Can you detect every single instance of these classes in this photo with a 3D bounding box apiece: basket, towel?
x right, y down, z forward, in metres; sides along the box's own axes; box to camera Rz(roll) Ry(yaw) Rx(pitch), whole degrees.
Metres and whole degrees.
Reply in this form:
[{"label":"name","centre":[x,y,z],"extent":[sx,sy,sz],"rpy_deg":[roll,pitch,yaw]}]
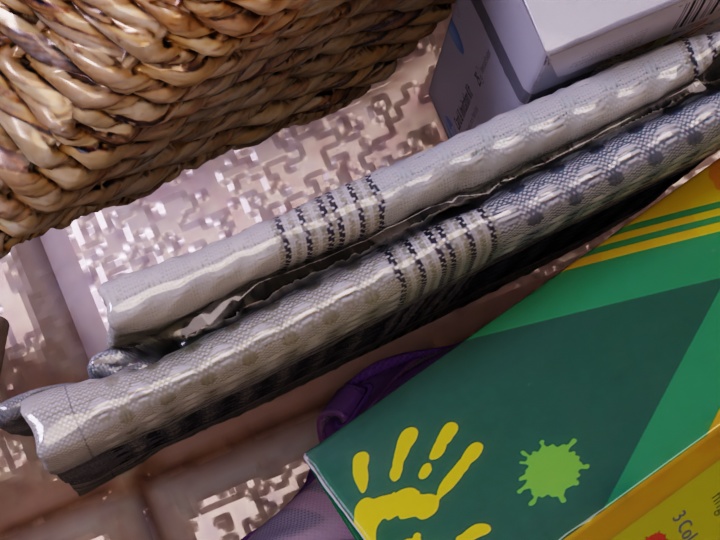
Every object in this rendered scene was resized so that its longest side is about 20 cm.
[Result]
[{"label":"basket","centre":[-0.041,-0.117,0.699],"extent":[0.149,0.200,0.143],"rpy_deg":[-40,83,34]},{"label":"towel","centre":[0.000,0.000,0.711],"extent":[0.199,0.193,0.035],"rpy_deg":[-27,86,-6]}]

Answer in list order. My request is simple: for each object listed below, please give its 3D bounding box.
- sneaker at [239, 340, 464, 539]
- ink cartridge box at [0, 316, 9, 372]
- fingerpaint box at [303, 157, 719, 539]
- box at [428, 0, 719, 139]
[{"label":"sneaker","centre":[0.008,0.071,0.758],"extent":[0.199,0.081,0.089],"rpy_deg":[-30,46,-12]},{"label":"ink cartridge box","centre":[-0.210,0.031,0.689],"extent":[0.199,0.165,0.076],"rpy_deg":[14,100,11]},{"label":"fingerpaint box","centre":[0.100,0.074,0.708],"extent":[0.166,0.200,0.073],"rpy_deg":[-35,46,-5]},{"label":"box","centre":[0.100,-0.080,0.718],"extent":[0.155,0.200,0.041],"rpy_deg":[-23,82,-5]}]
